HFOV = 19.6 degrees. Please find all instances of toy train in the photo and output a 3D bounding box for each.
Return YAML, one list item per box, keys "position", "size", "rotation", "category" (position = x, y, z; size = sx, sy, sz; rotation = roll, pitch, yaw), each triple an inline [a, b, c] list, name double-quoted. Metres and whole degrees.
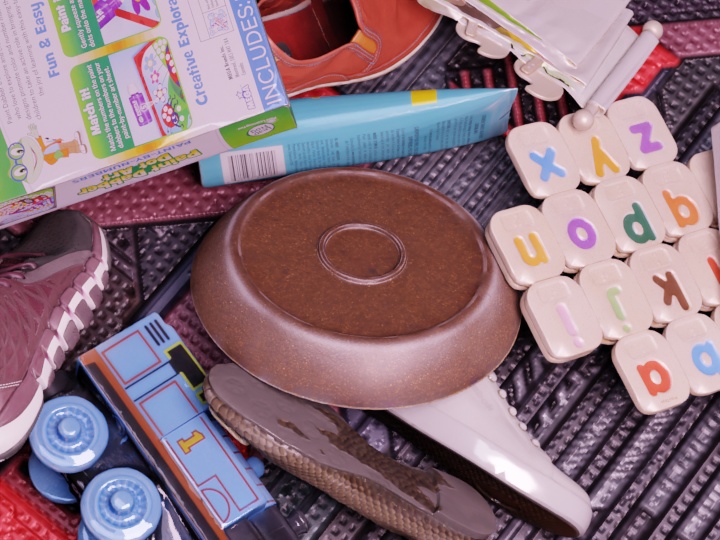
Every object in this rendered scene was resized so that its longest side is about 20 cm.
- position: [-0.112, 0.127, 1.204]
  size: [0.114, 0.087, 0.200]
  rotation: [-32, 75, -20]
  category: "toy train"

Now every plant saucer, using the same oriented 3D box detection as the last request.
- position: [0.000, 0.000, 1.235]
  size: [0.199, 0.035, 0.201]
  rotation: [6, 41, -5]
  category: "plant saucer"

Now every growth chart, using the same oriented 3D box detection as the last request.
- position: [0.100, -0.179, 1.332]
  size: [0.200, 0.018, 0.145]
  rotation: [42, 49, 11]
  category: "growth chart"

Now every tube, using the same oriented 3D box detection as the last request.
- position: [-0.003, -0.087, 1.297]
  size: [0.199, 0.077, 0.051]
  rotation: [-6, 80, -2]
  category: "tube"

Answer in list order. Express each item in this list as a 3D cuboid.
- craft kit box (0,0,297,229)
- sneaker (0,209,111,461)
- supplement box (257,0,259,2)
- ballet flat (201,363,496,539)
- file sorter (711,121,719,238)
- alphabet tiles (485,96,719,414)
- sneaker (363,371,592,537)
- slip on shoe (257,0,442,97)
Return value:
- position: [-0.158, -0.144, 1.186]
  size: [0.197, 0.049, 0.201]
  rotation: [-17, 74, 0]
  category: "craft kit box"
- position: [-0.215, 0.008, 1.191]
  size: [0.075, 0.116, 0.200]
  rotation: [-21, 34, 29]
  category: "sneaker"
- position: [-0.021, -0.277, 1.341]
  size: [0.109, 0.109, 0.200]
  rotation: [40, 73, 11]
  category: "supplement box"
- position: [-0.011, 0.116, 1.205]
  size: [0.200, 0.046, 0.067]
  rotation: [30, 30, -21]
  category: "ballet flat"
- position: [0.307, -0.007, 1.239]
  size: [0.138, 0.125, 0.201]
  rotation: [7, 68, -22]
  category: "file sorter"
- position: [0.173, -0.012, 1.274]
  size: [0.199, 0.015, 0.196]
  rotation: [-16, 71, -31]
  category: "alphabet tiles"
- position: [0.067, 0.075, 1.238]
  size: [0.200, 0.073, 0.085]
  rotation: [36, 74, 10]
  category: "sneaker"
- position: [-0.012, -0.156, 1.296]
  size: [0.200, 0.061, 0.074]
  rotation: [-25, 79, -42]
  category: "slip on shoe"
